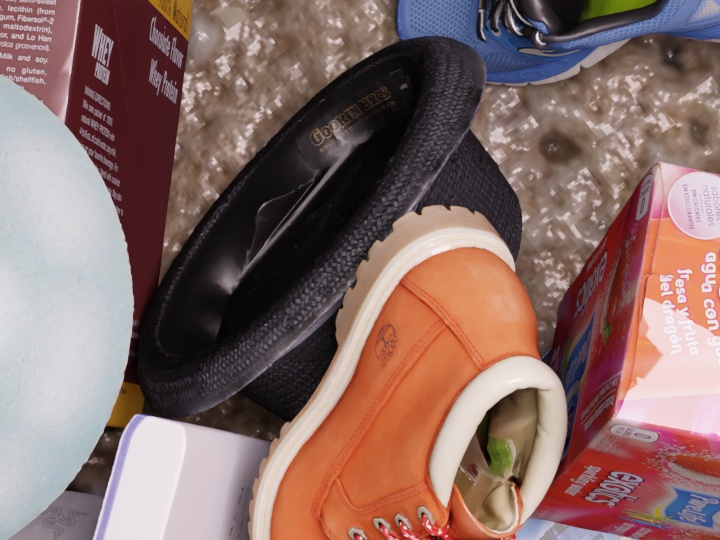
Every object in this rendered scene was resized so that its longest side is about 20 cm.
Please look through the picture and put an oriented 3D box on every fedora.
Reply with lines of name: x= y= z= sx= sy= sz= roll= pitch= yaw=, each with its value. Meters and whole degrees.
fedora: x=0.000 y=0.000 z=0.992 sx=0.092 sy=0.201 sz=0.201 roll=40 pitch=90 yaw=-21

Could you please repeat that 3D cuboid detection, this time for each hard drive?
hard drive: x=-0.077 y=0.127 z=0.948 sx=0.025 sy=0.200 sz=0.132 roll=14 pitch=86 yaw=9

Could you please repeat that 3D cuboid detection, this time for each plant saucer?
plant saucer: x=-0.184 y=0.013 z=0.856 sx=0.201 sy=0.039 sz=0.201 roll=-1 pitch=85 yaw=6

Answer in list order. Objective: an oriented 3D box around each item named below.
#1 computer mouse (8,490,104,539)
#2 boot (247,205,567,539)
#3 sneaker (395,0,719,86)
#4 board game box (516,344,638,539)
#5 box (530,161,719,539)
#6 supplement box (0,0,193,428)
computer mouse: x=-0.189 y=0.139 z=1.023 sx=0.200 sy=0.044 sz=0.110 roll=-22 pitch=39 yaw=-1
boot: x=0.017 y=0.087 z=0.896 sx=0.075 sy=0.107 sz=0.200 roll=2 pitch=125 yaw=-27
sneaker: x=0.083 y=-0.124 z=0.980 sx=0.200 sy=0.089 sz=0.079 roll=-8 pitch=81 yaw=46
board game box: x=0.075 y=0.150 z=0.997 sx=0.200 sy=0.062 sz=0.200 roll=-34 pitch=81 yaw=3
box: x=0.128 y=0.041 z=0.871 sx=0.100 sy=0.200 sz=0.096 roll=12 pitch=74 yaw=-2
supplement box: x=-0.162 y=-0.043 z=0.978 sx=0.133 sy=0.197 sz=0.200 roll=6 pitch=86 yaw=8
